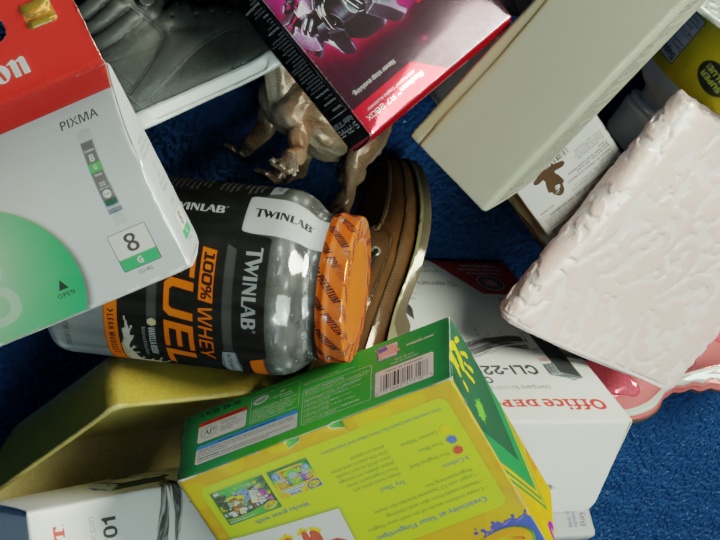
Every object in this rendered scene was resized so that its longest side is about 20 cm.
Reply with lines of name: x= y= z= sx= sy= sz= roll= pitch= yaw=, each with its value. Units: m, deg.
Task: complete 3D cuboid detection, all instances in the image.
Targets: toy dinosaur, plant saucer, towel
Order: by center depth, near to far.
toy dinosaur: x=-0.017 y=-0.115 z=1.698 sx=0.136 sy=0.086 sz=0.200 roll=-57 pitch=146 yaw=-6
plant saucer: x=-0.144 y=0.100 z=1.762 sx=0.199 sy=0.049 sz=0.200 roll=-4 pitch=160 yaw=-40
towel: x=0.217 y=-0.018 z=1.792 sx=0.191 sy=0.032 sz=0.200 roll=23 pitch=111 yaw=-43

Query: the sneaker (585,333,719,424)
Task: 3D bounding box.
sneaker: x=0.235 y=0.058 z=2.014 sx=0.199 sy=0.074 sz=0.087 roll=-16 pitch=119 yaw=-25

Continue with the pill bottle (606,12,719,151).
pill bottle: x=0.275 y=-0.151 z=1.817 sx=0.114 sy=0.114 sz=0.200 roll=24 pitch=111 yaw=-42

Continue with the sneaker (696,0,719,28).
sneaker: x=0.251 y=-0.204 z=1.683 sx=0.074 sy=0.118 sz=0.201 roll=-32 pitch=114 yaw=17

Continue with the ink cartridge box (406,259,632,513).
ink cartridge box: x=0.080 y=0.081 z=1.831 sx=0.144 sy=0.200 sz=0.084 roll=2 pitch=125 yaw=-32

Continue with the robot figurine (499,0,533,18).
robot figurine: x=0.098 y=-0.229 z=1.645 sx=0.200 sy=0.113 sz=0.170 roll=-35 pitch=118 yaw=-1

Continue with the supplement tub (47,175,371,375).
supplement tub: x=-0.099 y=0.002 z=1.652 sx=0.199 sy=0.123 sz=0.123 roll=6 pitch=132 yaw=10

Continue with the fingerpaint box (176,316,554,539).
fingerpaint box: x=0.006 y=0.143 z=1.686 sx=0.199 sy=0.073 sz=0.167 roll=-22 pitch=121 yaw=16

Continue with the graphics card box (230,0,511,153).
graphics card box: x=-0.017 y=-0.189 z=1.552 sx=0.125 sy=0.051 sz=0.200 roll=-40 pitch=93 yaw=-17

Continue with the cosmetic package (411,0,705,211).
cosmetic package: x=0.133 y=-0.137 z=1.602 sx=0.200 sy=0.073 sz=0.103 roll=-48 pitch=173 yaw=25

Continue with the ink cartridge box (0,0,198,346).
ink cartridge box: x=-0.213 y=-0.064 z=1.552 sx=0.160 sy=0.050 sz=0.200 roll=-22 pitch=112 yaw=11

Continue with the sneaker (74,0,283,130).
sneaker: x=-0.106 y=-0.159 z=1.584 sx=0.199 sy=0.071 sz=0.099 roll=-26 pitch=103 yaw=-3

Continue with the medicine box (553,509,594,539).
medicine box: x=0.040 y=0.190 z=1.920 sx=0.199 sy=0.103 sz=0.182 roll=4 pitch=150 yaw=-33

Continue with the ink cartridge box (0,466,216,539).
ink cartridge box: x=-0.148 y=0.218 z=1.772 sx=0.199 sy=0.086 sz=0.147 roll=-9 pitch=94 yaw=-29

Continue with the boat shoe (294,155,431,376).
boat shoe: x=0.000 y=0.000 z=1.742 sx=0.068 sy=0.201 sz=0.072 roll=20 pitch=145 yaw=-18

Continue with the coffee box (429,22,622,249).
coffee box: x=0.140 y=-0.070 z=1.804 sx=0.080 sy=0.114 sz=0.200 roll=-39 pitch=137 yaw=1
